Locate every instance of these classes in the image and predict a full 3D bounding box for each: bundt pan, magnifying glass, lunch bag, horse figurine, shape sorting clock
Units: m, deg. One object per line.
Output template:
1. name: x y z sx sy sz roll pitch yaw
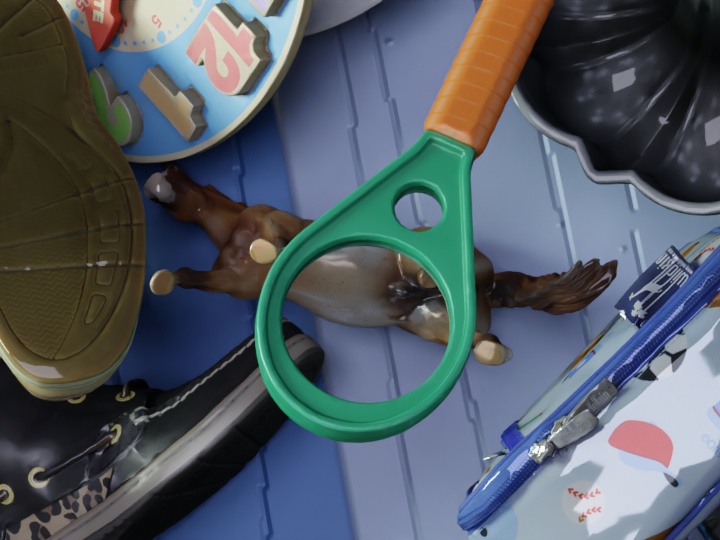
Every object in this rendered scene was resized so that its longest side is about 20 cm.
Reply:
1. bundt pan: 0.149 -0.115 0.942 0.200 0.076 0.204 -2 82 11
2. magnifying glass: 0.025 -0.028 0.877 0.079 0.022 0.201 23 72 7
3. lunch bag: 0.100 0.058 0.862 0.160 0.200 0.076 -44 84 2
4. horse figurine: 0.000 0.000 0.943 0.198 0.133 0.050 10 97 3
5. shape sorting clock: -0.099 -0.144 0.976 0.199 0.039 0.202 10 109 32

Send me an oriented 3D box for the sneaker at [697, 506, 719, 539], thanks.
1. sneaker: 0.223 0.127 0.892 0.200 0.073 0.082 40 89 13

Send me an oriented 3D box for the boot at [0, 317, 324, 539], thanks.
1. boot: -0.129 0.047 0.979 0.200 0.073 0.151 -39 76 9

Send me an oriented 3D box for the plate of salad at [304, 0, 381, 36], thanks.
1. plate of salad: -0.035 -0.195 1.003 0.198 0.048 0.202 -2 84 20

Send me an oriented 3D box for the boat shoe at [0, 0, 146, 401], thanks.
1. boat shoe: -0.128 -0.026 0.946 0.073 0.067 0.201 -6 53 -11
